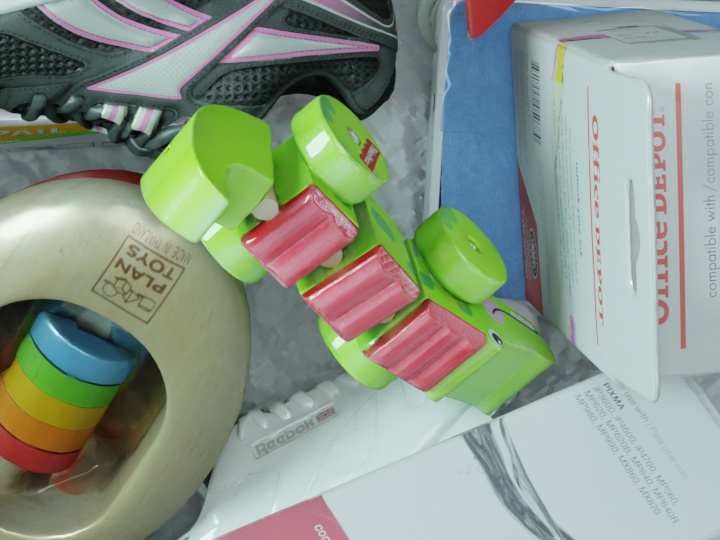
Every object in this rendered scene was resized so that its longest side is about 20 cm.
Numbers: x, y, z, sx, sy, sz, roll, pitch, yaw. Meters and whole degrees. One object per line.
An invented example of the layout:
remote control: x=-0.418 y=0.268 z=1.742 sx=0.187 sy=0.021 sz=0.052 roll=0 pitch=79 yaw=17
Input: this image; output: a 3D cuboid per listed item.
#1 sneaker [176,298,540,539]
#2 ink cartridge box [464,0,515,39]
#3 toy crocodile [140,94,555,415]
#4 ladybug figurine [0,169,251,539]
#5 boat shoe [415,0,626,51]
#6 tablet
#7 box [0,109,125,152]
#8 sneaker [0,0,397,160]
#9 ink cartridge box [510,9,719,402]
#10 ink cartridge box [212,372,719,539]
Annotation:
sneaker: x=-0.011 y=0.075 z=1.007 sx=0.200 sy=0.076 sz=0.081 roll=-44 pitch=82 yaw=-7
ink cartridge box: x=0.074 y=-0.199 z=0.968 sx=0.067 sy=0.116 sz=0.200 roll=30 pitch=63 yaw=24
toy crocodile: x=0.000 y=0.000 z=0.907 sx=0.067 sy=0.062 sz=0.200 roll=-36 pitch=131 yaw=17
ladybug figurine: x=-0.112 y=0.033 z=0.965 sx=0.135 sy=0.072 sz=0.200 roll=32 pitch=122 yaw=-12
boat shoe: x=0.112 y=-0.147 z=1.042 sx=0.199 sy=0.073 sz=0.062 roll=-23 pitch=46 yaw=1
tablet: x=0.126 y=-0.047 z=1.035 sx=0.199 sy=0.014 sz=0.131 roll=2 pitch=101 yaw=-9
box: x=-0.162 y=-0.104 z=0.983 sx=0.199 sy=0.101 sz=0.113 roll=-3 pitch=87 yaw=-5
sneaker: x=-0.074 y=-0.073 z=0.898 sx=0.199 sy=0.080 sz=0.087 roll=-13 pitch=92 yaw=-9
ink cartridge box: x=0.109 y=-0.028 z=0.927 sx=0.067 sy=0.200 sz=0.117 roll=-5 pitch=102 yaw=-7
ink cartridge box: x=0.043 y=0.129 z=0.940 sx=0.199 sy=0.146 sz=0.085 roll=-23 pitch=60 yaw=-24
